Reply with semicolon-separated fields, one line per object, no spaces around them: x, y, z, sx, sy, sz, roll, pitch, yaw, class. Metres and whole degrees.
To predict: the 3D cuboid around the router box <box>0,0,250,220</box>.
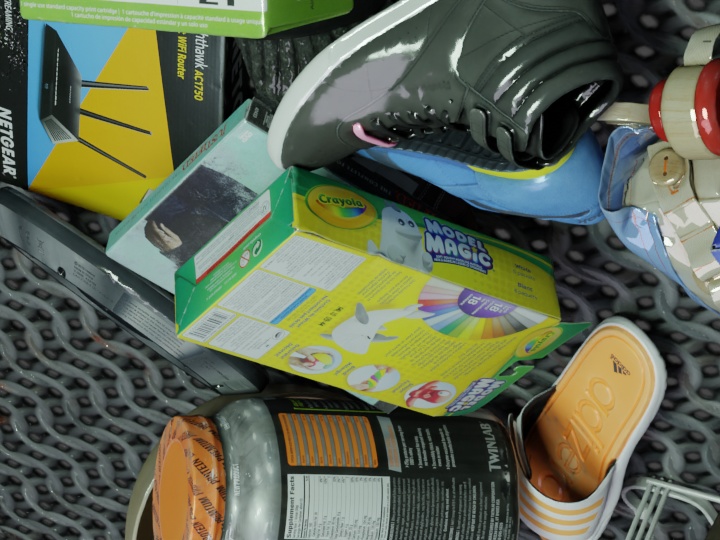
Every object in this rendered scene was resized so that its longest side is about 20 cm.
-0.138;-0.111;1.430;0.149;0.051;0.200;17;142;10;router box

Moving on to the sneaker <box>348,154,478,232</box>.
0.000;0.000;1.470;0.115;0.076;0.200;29;143;-9;sneaker

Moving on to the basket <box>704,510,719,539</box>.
0.257;0.163;1.405;0.180;0.200;0.136;-13;127;40;basket

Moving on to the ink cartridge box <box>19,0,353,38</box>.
-0.086;-0.215;1.166;0.148;0.076;0.200;7;108;33;ink cartridge box

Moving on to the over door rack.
0.233;0.206;1.518;0.200;0.148;0.067;7;139;25;over door rack

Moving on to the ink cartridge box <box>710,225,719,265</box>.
0.243;-0.019;1.190;0.076;0.200;0.136;-12;129;40;ink cartridge box

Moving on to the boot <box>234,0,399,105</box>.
0.007;-0.162;1.259;0.211;0.079;0.158;-2;135;34;boot

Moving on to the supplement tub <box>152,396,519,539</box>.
-0.016;0.137;1.507;0.200;0.123;0.123;4;148;-18;supplement tub

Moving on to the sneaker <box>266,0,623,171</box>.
0.042;-0.080;1.246;0.200;0.099;0.071;-34;157;24;sneaker

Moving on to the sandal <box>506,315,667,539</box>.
0.119;0.103;1.516;0.079;0.059;0.207;48;146;24;sandal

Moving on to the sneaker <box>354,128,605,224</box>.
0.046;-0.066;1.337;0.200;0.066;0.078;21;159;39;sneaker

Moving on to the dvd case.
-0.021;-0.004;1.412;0.200;0.022;0.146;30;134;-22;dvd case

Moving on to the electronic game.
-0.138;0.012;1.531;0.200;0.042;0.200;36;175;4;electronic game

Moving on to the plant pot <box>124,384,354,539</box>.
-0.063;0.159;1.633;0.200;0.200;0.134;42;178;-21;plant pot

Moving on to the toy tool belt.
0.168;-0.040;1.270;0.123;0.125;0.200;-1;153;37;toy tool belt

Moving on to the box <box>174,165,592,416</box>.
0.015;0.017;1.355;0.200;0.048;0.117;21;138;-31;box
